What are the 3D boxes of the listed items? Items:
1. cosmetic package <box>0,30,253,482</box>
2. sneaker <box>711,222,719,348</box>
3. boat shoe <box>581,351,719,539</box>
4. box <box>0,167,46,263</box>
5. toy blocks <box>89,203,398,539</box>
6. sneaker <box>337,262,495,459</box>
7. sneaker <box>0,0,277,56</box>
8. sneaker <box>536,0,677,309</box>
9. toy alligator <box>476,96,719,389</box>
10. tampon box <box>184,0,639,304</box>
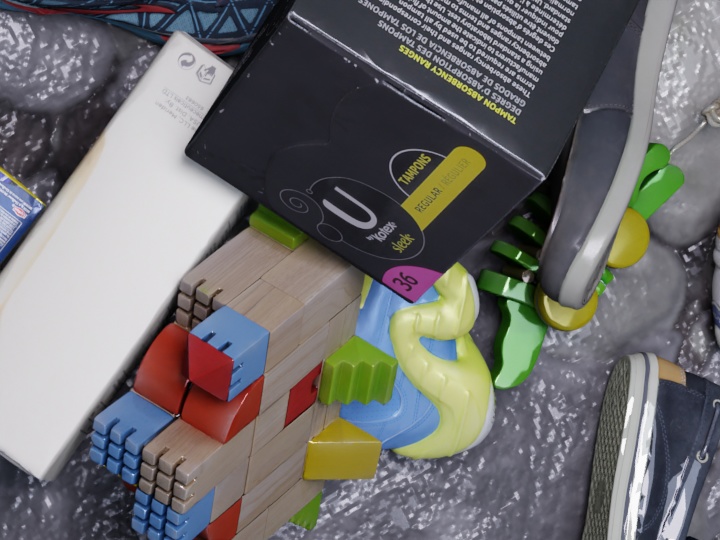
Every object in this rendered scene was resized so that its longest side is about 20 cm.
[{"bbox_3d":[-0.113,-0.004,1.345,0.071,0.105,0.200,36,83,0],"label":"cosmetic package"},{"bbox_3d":[0.269,0.014,1.492,0.200,0.075,0.088,5,105,-10],"label":"sneaker"},{"bbox_3d":[0.141,0.142,1.457,0.062,0.075,0.200,11,87,-11],"label":"boat shoe"},{"bbox_3d":[-0.241,-0.068,1.322,0.200,0.070,0.064,40,82,-16],"label":"box"},{"bbox_3d":[-0.065,0.068,1.326,0.137,0.100,0.200,-39,150,-43],"label":"toy blocks"},{"bbox_3d":[0.000,0.000,1.399,0.105,0.076,0.200,-15,100,-14],"label":"sneaker"},{"bbox_3d":[-0.096,-0.139,1.346,0.200,0.096,0.079,2,95,-17],"label":"sneaker"},{"bbox_3d":[0.081,-0.074,1.388,0.106,0.075,0.200,15,54,0],"label":"sneaker"},{"bbox_3d":[0.113,-0.032,1.438,0.054,0.059,0.200,41,83,-16],"label":"toy alligator"},{"bbox_3d":[0.041,-0.117,1.265,0.126,0.150,0.200,33,62,-6],"label":"tampon box"}]
